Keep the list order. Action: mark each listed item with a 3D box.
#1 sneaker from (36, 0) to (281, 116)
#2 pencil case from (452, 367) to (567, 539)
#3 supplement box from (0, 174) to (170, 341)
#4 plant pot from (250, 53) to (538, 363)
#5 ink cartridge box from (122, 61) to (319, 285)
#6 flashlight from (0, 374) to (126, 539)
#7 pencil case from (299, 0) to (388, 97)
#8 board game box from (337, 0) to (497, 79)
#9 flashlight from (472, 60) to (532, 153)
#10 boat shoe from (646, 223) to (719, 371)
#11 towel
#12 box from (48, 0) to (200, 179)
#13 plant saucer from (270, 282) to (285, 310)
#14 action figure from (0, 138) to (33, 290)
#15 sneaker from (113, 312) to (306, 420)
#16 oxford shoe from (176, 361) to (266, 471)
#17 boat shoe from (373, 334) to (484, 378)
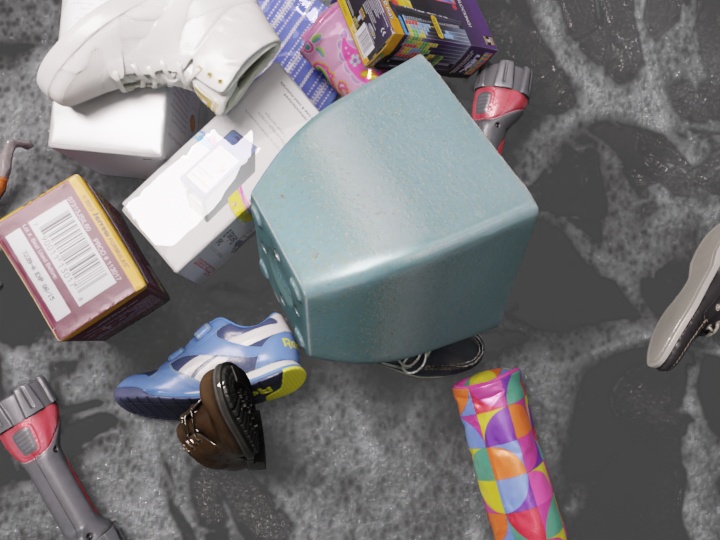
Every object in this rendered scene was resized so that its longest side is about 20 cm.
[{"bbox_3d":[-0.162,-0.171,0.638,0.198,0.074,0.117,-35,88,-6],"label":"sneaker"},{"bbox_3d":[0.161,0.208,0.821,0.086,0.088,0.206,-15,89,-10],"label":"pencil case"},{"bbox_3d":[-0.249,-0.002,0.709,0.085,0.200,0.112,-32,90,-10],"label":"supplement box"},{"bbox_3d":[0.012,-0.030,0.693,0.196,0.198,0.198,-24,61,-16],"label":"plant pot"},{"bbox_3d":[-0.125,-0.087,0.758,0.199,0.145,0.088,-42,87,-7],"label":"ink cartridge box"},{"bbox_3d":[-0.295,0.208,0.754,0.067,0.067,0.203,-33,96,-45],"label":"flashlight"},{"bbox_3d":[0.022,-0.200,0.823,0.200,0.087,0.088,44,79,-11],"label":"pencil case"},{"bbox_3d":[0.042,-0.307,0.802,0.163,0.056,0.204,-8,71,-41],"label":"board game box"},{"bbox_3d":[0.146,-0.126,0.853,0.066,0.068,0.206,9,87,5],"label":"flashlight"},{"bbox_3d":[0.399,0.038,0.882,0.060,0.074,0.202,34,72,0],"label":"boat shoe"},{"bbox_3d":[-0.100,-0.261,0.850,0.198,0.024,0.146,36,81,-5],"label":"towel"},{"bbox_3d":[-0.220,-0.202,0.748,0.103,0.152,0.206,5,87,-2],"label":"box"},{"bbox_3d":[0.000,0.000,0.800,0.194,0.035,0.205,4,56,-5],"label":"plant saucer"},{"bbox_3d":[-0.437,-0.063,0.737,0.195,0.105,0.198,18,72,-9],"label":"action figure"},{"bbox_3d":[-0.155,0.099,0.782,0.194,0.074,0.084,-12,64,-2],"label":"sneaker"},{"bbox_3d":[-0.136,0.150,0.720,0.082,0.202,0.074,-6,57,-6],"label":"oxford shoe"},{"bbox_3d":[0.046,0.072,0.822,0.195,0.062,0.077,15,81,-8],"label":"boat shoe"}]
